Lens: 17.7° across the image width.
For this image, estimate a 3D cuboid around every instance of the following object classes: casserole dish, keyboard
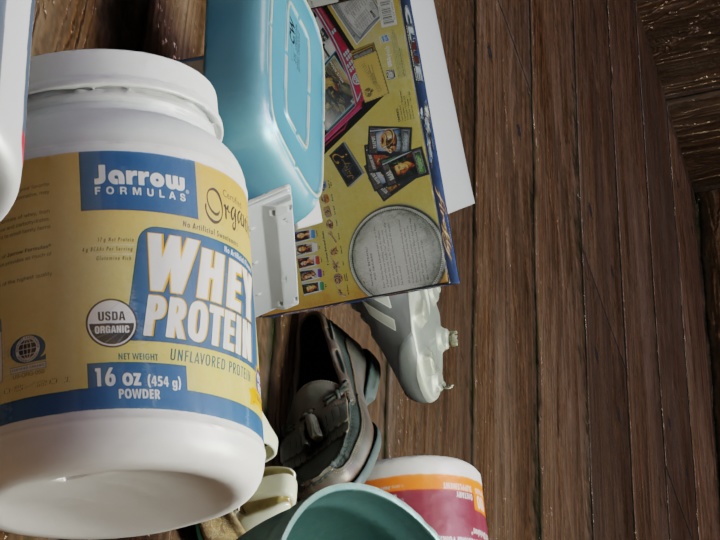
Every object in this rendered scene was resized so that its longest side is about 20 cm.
[{"bbox_3d":[-0.054,-0.113,1.375,0.121,0.039,0.200,61,21,-47],"label":"casserole dish"},{"bbox_3d":[-0.065,-0.004,1.372,0.200,0.056,0.011,91,-19,-71],"label":"keyboard"}]

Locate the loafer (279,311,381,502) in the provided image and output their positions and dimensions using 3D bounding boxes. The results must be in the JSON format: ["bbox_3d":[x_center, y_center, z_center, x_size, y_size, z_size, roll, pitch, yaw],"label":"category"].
[{"bbox_3d":[-0.029,0.093,1.558,0.063,0.072,0.200,53,16,-18],"label":"loafer"}]

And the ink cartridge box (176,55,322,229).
[{"bbox_3d":[-0.080,-0.075,1.450,0.200,0.067,0.116,-22,100,-75],"label":"ink cartridge box"}]

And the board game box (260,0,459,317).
[{"bbox_3d":[-0.017,-0.078,1.559,0.035,0.135,0.200,2,79,-75],"label":"board game box"}]

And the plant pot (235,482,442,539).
[{"bbox_3d":[-0.034,0.228,1.224,0.200,0.134,0.201,35,44,-41],"label":"plant pot"}]

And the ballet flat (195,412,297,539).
[{"bbox_3d":[-0.074,0.121,1.339,0.071,0.065,0.200,-86,160,-44],"label":"ballet flat"}]

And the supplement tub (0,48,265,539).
[{"bbox_3d":[-0.121,0.013,1.076,0.145,0.144,0.200,46,36,-65],"label":"supplement tub"}]

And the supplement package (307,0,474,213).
[{"bbox_3d":[0.001,-0.130,1.714,0.156,0.111,0.200,-23,102,-75],"label":"supplement package"}]

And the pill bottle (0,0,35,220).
[{"bbox_3d":[-0.193,-0.117,0.951,0.120,0.119,0.200,60,24,-52],"label":"pill bottle"}]

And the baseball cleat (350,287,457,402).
[{"bbox_3d":[0.000,0.000,1.620,0.070,0.106,0.200,-25,104,-71],"label":"baseball cleat"}]

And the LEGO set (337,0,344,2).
[{"bbox_3d":[-0.031,-0.230,1.535,0.154,0.200,0.116,86,19,-50],"label":"LEGO set"}]

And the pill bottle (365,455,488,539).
[{"bbox_3d":[0.037,0.237,1.575,0.114,0.114,0.200,46,35,-65],"label":"pill bottle"}]
